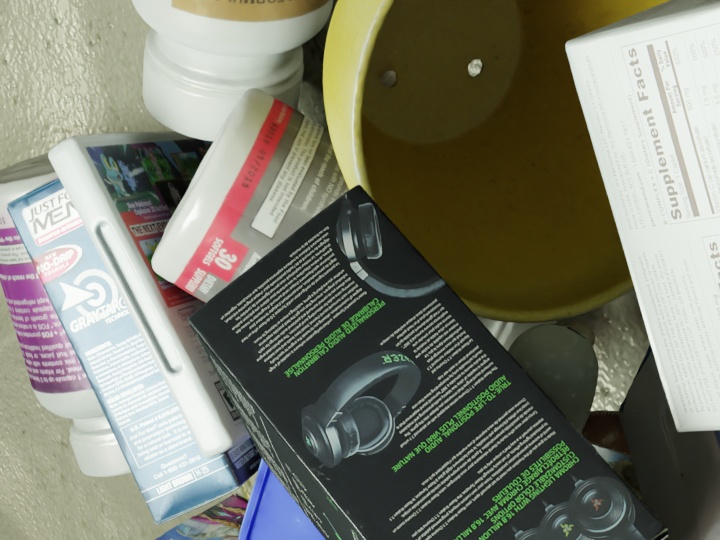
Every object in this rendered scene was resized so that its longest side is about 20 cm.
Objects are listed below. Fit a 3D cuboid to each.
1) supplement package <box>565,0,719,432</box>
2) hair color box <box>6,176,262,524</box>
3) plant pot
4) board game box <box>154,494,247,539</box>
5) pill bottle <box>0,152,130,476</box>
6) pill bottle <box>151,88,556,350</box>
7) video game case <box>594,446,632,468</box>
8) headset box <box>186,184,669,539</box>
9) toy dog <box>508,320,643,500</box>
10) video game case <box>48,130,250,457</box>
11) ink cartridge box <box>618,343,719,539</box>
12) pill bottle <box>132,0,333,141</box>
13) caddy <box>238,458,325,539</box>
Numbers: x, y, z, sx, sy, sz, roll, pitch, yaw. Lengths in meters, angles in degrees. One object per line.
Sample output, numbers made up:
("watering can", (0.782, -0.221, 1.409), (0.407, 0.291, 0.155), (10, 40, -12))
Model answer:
("supplement package", (0.197, -0.048, 0.722), (0.110, 0.199, 0.157), (-8, 104, 47))
("hair color box", (-0.121, 0.034, 1.087), (0.060, 0.100, 0.202), (-25, 93, 16))
("plant pot", (0.060, -0.094, 0.874), (0.142, 0.198, 0.202), (-142, 42, -60))
("board game box", (-0.082, 0.235, 1.156), (0.198, 0.199, 0.044), (26, 127, 35))
("pill bottle", (-0.170, 0.025, 1.209), (0.112, 0.112, 0.202), (-1, 108, 46))
("pill bottle", (0.000, 0.000, 0.977), (0.199, 0.111, 0.111), (30, 136, -7))
("video game case", (0.173, 0.155, 0.989), (0.199, 0.018, 0.145), (-5, 106, 47))
("headset box", (0.036, 0.094, 0.769), (0.200, 0.092, 0.174), (49, 170, 23))
("toy dog", (0.109, 0.094, 0.918), (0.131, 0.097, 0.201), (33, 143, 7))
("video game case", (-0.089, 0.005, 1.064), (0.023, 0.200, 0.184), (-29, 87, 17))
("ink cartridge box", (0.222, 0.092, 0.777), (0.137, 0.198, 0.077), (-100, 24, -44))
("pill bottle", (-0.066, -0.177, 0.997), (0.114, 0.114, 0.202), (33, 130, 31))
("caddy", (0.015, 0.140, 1.080), (0.141, 0.105, 0.201), (35, 131, 19))
